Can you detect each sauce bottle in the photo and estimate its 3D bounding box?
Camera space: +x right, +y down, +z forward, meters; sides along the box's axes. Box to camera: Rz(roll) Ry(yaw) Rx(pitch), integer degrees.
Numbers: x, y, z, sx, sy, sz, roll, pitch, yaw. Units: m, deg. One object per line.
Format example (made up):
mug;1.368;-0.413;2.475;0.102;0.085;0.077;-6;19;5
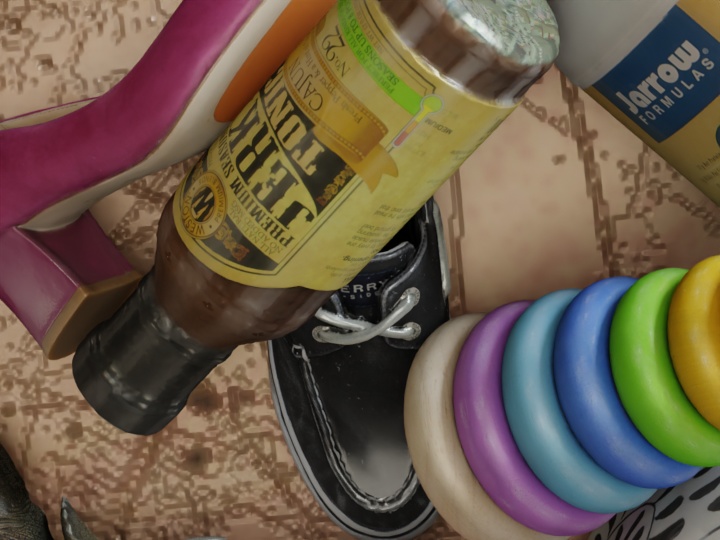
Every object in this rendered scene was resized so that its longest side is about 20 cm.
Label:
sauce bottle;-0.021;-0.022;0.774;0.065;0.065;0.200;40;117;-4

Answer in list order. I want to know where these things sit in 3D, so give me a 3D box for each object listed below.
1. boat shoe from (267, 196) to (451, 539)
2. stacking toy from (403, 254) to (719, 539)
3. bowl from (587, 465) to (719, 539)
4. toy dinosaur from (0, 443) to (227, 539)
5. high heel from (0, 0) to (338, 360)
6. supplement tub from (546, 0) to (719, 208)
boat shoe;0.000;0.000;0.839;0.071;0.068;0.202;-2;97;2
stacking toy;0.107;0.026;0.764;0.199;0.085;0.086;-26;98;42
bowl;0.152;0.135;0.774;0.199;0.094;0.203;-1;86;15
toy dinosaur;-0.151;0.082;0.851;0.200;0.102;0.077;42;122;7
high heel;-0.081;-0.068;0.811;0.096;0.067;0.200;48;126;16
supplement tub;0.150;-0.086;0.786;0.200;0.145;0.145;39;97;-4
